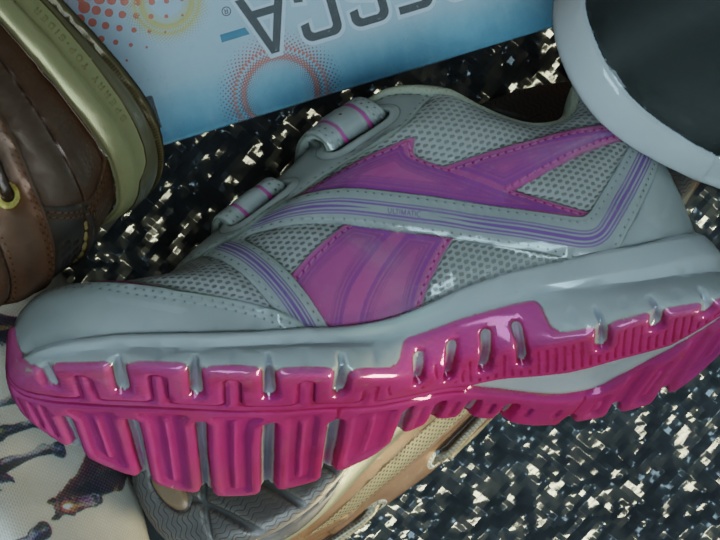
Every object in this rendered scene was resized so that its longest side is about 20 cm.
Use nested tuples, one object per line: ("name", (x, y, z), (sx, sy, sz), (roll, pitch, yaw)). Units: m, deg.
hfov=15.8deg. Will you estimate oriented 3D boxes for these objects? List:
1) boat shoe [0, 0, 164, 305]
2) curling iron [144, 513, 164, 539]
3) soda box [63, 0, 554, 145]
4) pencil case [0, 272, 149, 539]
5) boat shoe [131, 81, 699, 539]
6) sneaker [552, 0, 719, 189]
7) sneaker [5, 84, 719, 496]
("boat shoe", (-0.139, -0.073, 0.658), (0.200, 0.072, 0.068), (45, 55, -10))
("curling iron", (-0.038, 0.090, 0.804), (0.199, 0.026, 0.050), (27, 133, -6))
("soda box", (0.003, -0.094, 0.735), (0.199, 0.064, 0.069), (-17, 110, -3))
("pencil case", (-0.111, 0.059, 0.739), (0.089, 0.078, 0.201), (-20, 97, -34))
("boat shoe", (0.018, 0.018, 0.774), (0.200, 0.072, 0.076), (-35, 66, -11))
("sneaker", (0.152, -0.059, 0.717), (0.099, 0.071, 0.199), (-30, 151, 36))
("sneaker", (0.000, 0.000, 0.698), (0.199, 0.081, 0.089), (-8, 65, -17))
